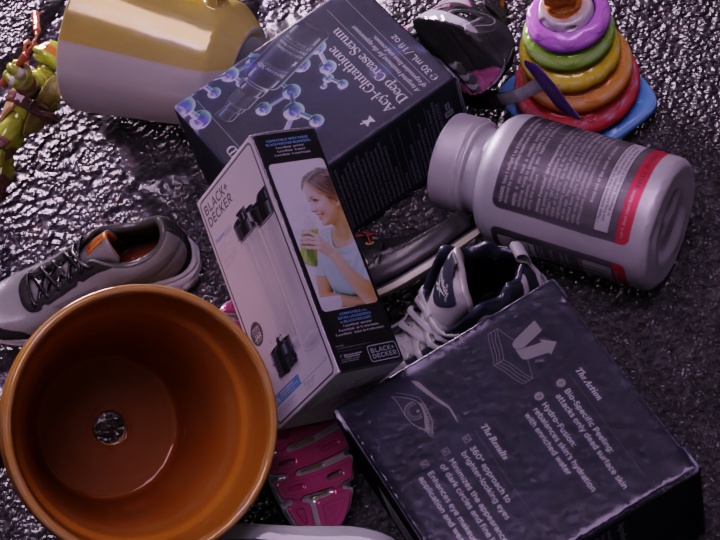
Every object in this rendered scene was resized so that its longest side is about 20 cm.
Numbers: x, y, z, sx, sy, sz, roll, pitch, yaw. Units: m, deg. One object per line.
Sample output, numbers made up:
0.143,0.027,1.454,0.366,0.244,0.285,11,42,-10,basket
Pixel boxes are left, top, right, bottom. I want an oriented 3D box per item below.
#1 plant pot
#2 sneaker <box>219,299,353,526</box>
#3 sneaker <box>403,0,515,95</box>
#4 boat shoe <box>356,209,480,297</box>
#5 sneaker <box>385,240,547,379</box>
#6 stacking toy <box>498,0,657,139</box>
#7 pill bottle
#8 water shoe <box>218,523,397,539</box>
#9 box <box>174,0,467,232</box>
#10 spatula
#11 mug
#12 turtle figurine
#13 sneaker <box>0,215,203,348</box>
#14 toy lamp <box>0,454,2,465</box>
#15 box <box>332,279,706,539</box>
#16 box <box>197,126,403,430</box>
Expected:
-0.180,0.116,1.533,0.199,0.183,0.201,1,85,-16,plant pot
-0.069,0.123,1.595,0.074,0.087,0.200,-19,75,-27,sneaker
0.091,-0.207,1.708,0.086,0.080,0.200,-39,18,-8,sneaker
0.000,0.000,1.633,0.201,0.074,0.063,-27,87,9,boat shoe
0.056,0.037,1.582,0.199,0.130,0.080,-20,53,0,sneaker
0.171,-0.195,1.663,0.110,0.200,0.116,-36,56,-11,stacking toy
0.159,-0.063,1.634,0.199,0.111,0.111,18,63,23,pill bottle
-0.066,0.236,1.517,0.199,0.072,0.079,-5,58,11,water shoe
-0.030,-0.122,1.721,0.200,0.107,0.148,-36,57,-10,box
0.126,-0.147,1.678,0.021,0.057,0.200,-44,17,-16,spatula
-0.170,-0.203,1.771,0.153,0.187,0.150,17,68,14,mug
-0.300,-0.141,1.798,0.064,0.200,0.162,29,88,-8,turtle figurine
-0.237,0.002,1.708,0.200,0.079,0.074,-21,57,1,sneaker
-0.362,0.091,1.694,0.058,0.058,0.200,-35,59,-10,toy lamp
0.120,0.149,1.500,0.200,0.118,0.197,-30,57,-6,box
-0.049,0.006,1.539,0.060,0.117,0.201,-9,70,-31,box
